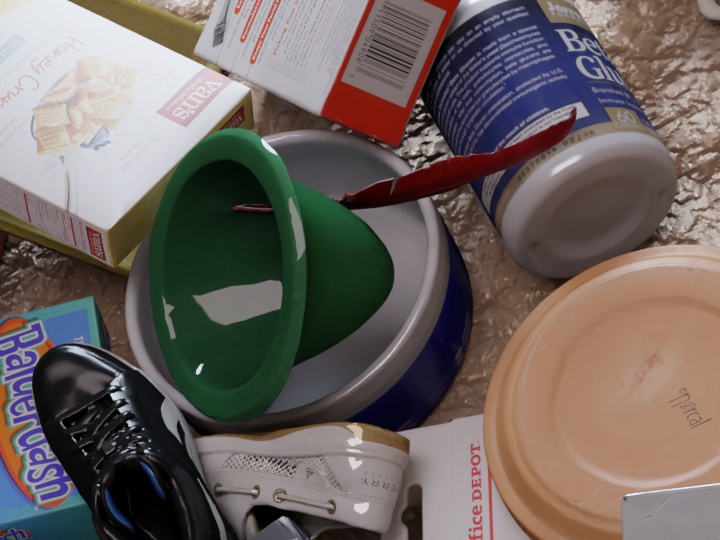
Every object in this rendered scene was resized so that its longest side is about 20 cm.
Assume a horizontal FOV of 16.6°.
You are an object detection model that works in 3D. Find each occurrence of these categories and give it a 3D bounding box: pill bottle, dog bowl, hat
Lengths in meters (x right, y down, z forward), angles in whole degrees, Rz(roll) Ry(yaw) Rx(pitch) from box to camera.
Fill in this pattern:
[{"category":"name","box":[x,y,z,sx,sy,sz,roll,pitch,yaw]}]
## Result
[{"category":"pill bottle","box":[0.100,-0.102,1.479,0.111,0.111,0.200,-30,55,3]},{"category":"dog bowl","box":[-0.036,0.019,1.483,0.199,0.079,0.201,-10,58,17]},{"category":"hat","box":[0.000,0.000,1.415,0.200,0.176,0.166,-9,84,57]}]

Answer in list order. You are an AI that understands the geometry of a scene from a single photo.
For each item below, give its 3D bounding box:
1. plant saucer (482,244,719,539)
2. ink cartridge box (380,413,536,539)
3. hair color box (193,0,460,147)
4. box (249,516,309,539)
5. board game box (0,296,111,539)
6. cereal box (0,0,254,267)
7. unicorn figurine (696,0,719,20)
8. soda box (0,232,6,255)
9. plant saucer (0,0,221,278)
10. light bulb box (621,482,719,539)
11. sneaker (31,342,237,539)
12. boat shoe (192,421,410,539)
[{"category":"plant saucer","box":[0.161,0.071,1.318,0.200,0.032,0.201,-11,56,16]},{"category":"ink cartridge box","box":[0.115,0.137,1.357,0.199,0.068,0.115,-10,56,16]},{"category":"hair color box","box":[-0.022,-0.155,1.523,0.200,0.064,0.111,32,100,59]},{"category":"box","box":[-0.059,0.228,1.294,0.160,0.200,0.044,-37,55,-1]},{"category":"board game box","box":[-0.240,0.107,1.464,0.199,0.045,0.152,-14,50,0]},{"category":"cereal box","box":[-0.185,-0.096,1.507,0.200,0.040,0.144,25,54,23]},{"category":"unicorn figurine","box":[0.217,-0.214,1.530,0.200,0.074,0.137,-34,43,-17]},{"category":"soda box","box":[-0.279,-0.007,1.598,0.063,0.068,0.200,-3,56,20]},{"category":"plant saucer","box":[-0.208,-0.099,1.591,0.199,0.048,0.200,21,59,-5]},{"category":"light bulb box","box":[0.206,0.229,1.185,0.124,0.200,0.199,-8,58,16]},{"category":"sneaker","box":[-0.127,0.101,1.346,0.073,0.112,0.200,-35,65,-4]},{"category":"boat shoe","box":[-0.052,0.131,1.396,0.200,0.071,0.070,-15,63,51]}]
